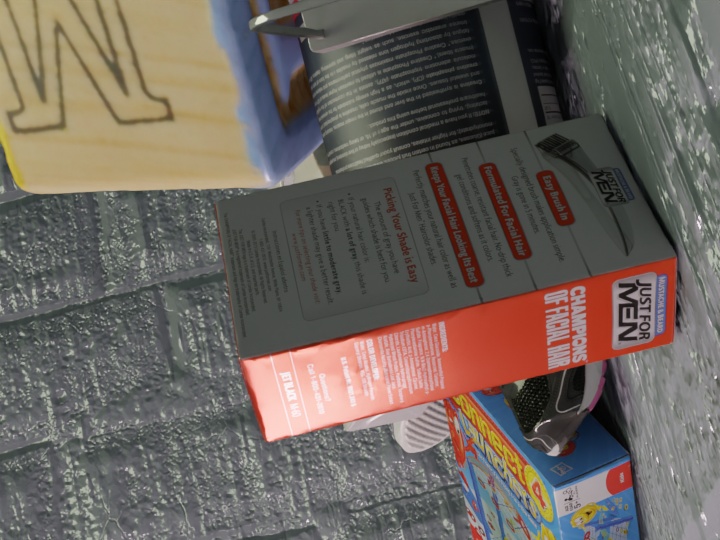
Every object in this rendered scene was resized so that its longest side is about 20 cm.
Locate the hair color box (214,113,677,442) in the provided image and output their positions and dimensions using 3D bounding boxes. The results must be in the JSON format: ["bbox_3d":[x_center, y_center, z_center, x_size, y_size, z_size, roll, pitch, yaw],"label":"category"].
[{"bbox_3d":[0.038,0.001,0.611,0.111,0.198,0.064,-105,2,-46],"label":"hair color box"}]

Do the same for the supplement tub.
[{"bbox_3d":[0.044,-0.094,0.741,0.140,0.139,0.202,105,151,-89],"label":"supplement tub"}]

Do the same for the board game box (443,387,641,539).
[{"bbox_3d":[0.128,0.166,0.907,0.200,0.056,0.197,-131,23,-59],"label":"board game box"}]

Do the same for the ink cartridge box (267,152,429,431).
[{"bbox_3d":[0.000,0.000,0.936,0.201,0.067,0.115,67,148,26],"label":"ink cartridge box"}]

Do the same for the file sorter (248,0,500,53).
[{"bbox_3d":[-0.002,-0.219,0.601,0.124,0.138,0.202,-25,-78,-69],"label":"file sorter"}]

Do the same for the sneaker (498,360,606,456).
[{"bbox_3d":[0.089,0.038,0.823,0.200,0.086,0.081,-106,36,-57],"label":"sneaker"}]

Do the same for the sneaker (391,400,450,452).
[{"bbox_3d":[0.047,0.038,1.003,0.114,0.072,0.202,45,133,45],"label":"sneaker"}]

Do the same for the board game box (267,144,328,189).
[{"bbox_3d":[0.006,-0.078,0.994,0.200,0.199,0.026,51,-129,-55],"label":"board game box"}]

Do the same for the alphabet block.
[{"bbox_3d":[-0.121,-0.174,0.824,0.195,0.199,0.198,-49,-47,-53],"label":"alphabet block"}]
